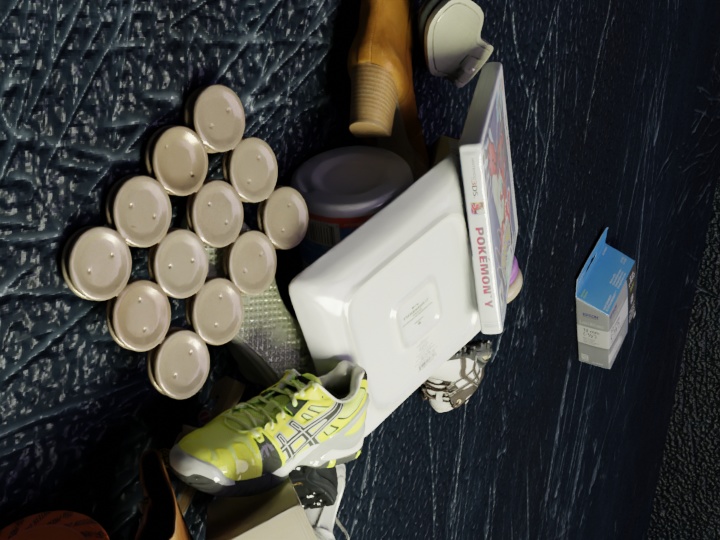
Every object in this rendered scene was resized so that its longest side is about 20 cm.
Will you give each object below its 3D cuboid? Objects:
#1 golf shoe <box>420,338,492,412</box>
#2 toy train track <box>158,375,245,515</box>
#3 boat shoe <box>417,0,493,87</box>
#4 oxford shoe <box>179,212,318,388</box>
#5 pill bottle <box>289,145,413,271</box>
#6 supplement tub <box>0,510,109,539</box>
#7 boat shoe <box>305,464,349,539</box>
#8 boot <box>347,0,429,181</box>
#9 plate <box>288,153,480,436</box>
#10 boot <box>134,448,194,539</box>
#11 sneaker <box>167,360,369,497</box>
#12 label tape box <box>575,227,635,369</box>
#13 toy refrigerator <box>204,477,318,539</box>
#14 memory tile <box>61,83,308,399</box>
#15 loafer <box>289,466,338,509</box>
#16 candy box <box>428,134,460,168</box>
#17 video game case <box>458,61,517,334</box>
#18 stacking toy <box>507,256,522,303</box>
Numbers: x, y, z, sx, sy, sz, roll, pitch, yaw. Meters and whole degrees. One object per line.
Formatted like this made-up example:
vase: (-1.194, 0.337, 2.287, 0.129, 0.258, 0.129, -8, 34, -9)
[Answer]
golf shoe: (0.103, 0.126, 1.241, 0.199, 0.077, 0.096, 8, 96, -61)
toy train track: (-0.153, 0.177, 0.844, 0.203, 0.032, 0.115, -65, 158, -8)
boat shoe: (0.078, -0.229, 0.996, 0.072, 0.068, 0.200, -44, 170, 8)
oxford shoe: (-0.096, 0.030, 0.853, 0.075, 0.057, 0.201, -51, 130, -28)
pill bottle: (0.000, 0.000, 0.952, 0.112, 0.111, 0.203, -46, 141, -43)
supplement tub: (-0.194, 0.268, 0.708, 0.123, 0.121, 0.203, -45, 141, -43)
boat shoe: (-0.043, 0.288, 1.035, 0.204, 0.085, 0.075, -64, 150, -20)
boot: (0.034, -0.173, 0.985, 0.201, 0.069, 0.147, 47, 49, -70)
plate: (0.040, 0.033, 0.902, 0.199, 0.032, 0.202, -39, 135, -26)
boot: (-0.136, 0.224, 0.778, 0.189, 0.067, 0.203, -108, -178, -66)
sneaker: (-0.068, 0.115, 0.800, 0.199, 0.075, 0.078, -11, 118, -53)
label tape box: (0.432, 0.049, 1.830, 0.144, 0.065, 0.202, -53, 147, -36)
toy refrigerator: (-0.072, 0.210, 0.803, 0.071, 0.075, 0.200, 64, -9, -1)
memory tile: (-0.122, -0.024, 0.770, 0.201, 0.017, 0.154, -56, 129, -30)
loafer: (-0.063, 0.158, 0.957, 0.201, 0.067, 0.071, 70, 13, -58)
candy box: (0.076, -0.032, 1.090, 0.115, 0.054, 0.204, -175, -80, -89)
video game case: (0.123, -0.073, 0.971, 0.201, 0.023, 0.185, -67, 151, -57)
stacking toy: (0.137, -0.053, 1.221, 0.086, 0.084, 0.202, -53, 141, -36)
